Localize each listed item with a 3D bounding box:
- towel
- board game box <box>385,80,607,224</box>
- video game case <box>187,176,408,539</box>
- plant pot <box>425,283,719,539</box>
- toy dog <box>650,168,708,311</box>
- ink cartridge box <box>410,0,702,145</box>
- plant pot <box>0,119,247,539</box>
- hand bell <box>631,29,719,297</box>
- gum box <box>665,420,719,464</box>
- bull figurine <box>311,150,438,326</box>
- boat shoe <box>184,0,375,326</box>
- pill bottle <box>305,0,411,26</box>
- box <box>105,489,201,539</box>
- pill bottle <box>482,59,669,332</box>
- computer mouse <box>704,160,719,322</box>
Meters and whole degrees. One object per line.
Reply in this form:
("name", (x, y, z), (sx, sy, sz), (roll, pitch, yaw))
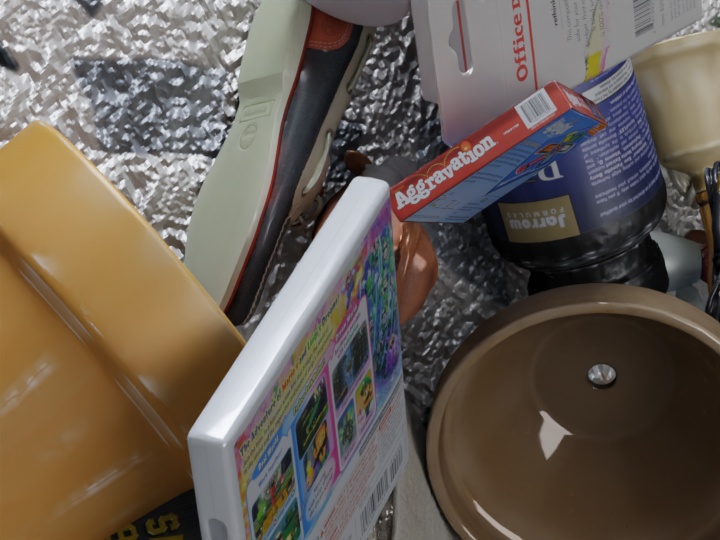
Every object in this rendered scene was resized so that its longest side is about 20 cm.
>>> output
("towel", (0.030, 0.177, 1.348), (0.201, 0.034, 0.133), (-87, 157, -44))
("board game box", (0.075, -0.060, 1.250), (0.103, 0.200, 0.020), (-33, 85, 9))
("video game case", (-0.024, 0.085, 1.136), (0.200, 0.024, 0.183), (-58, 151, -46))
("plant pot", (0.141, 0.083, 1.376), (0.093, 0.199, 0.202), (-76, 145, -60))
("toy dog", (0.253, 0.009, 1.538), (0.199, 0.096, 0.133), (26, 65, -2))
("ink cartridge box", (0.088, -0.156, 1.248), (0.199, 0.067, 0.117), (-29, 122, -34))
("plant pot", (-0.163, 0.061, 1.163), (0.183, 0.200, 0.201), (-41, 120, -9))
("hand bell", (0.218, -0.038, 1.461), (0.104, 0.104, 0.202), (-6, 81, -38))
("gum box", (0.252, 0.099, 1.481), (0.169, 0.199, 0.045), (-11, 103, -38))
("bull figurine", (0.000, 0.000, 1.305), (0.065, 0.200, 0.122), (25, 98, -6))
("boat shoe", (-0.043, -0.060, 1.308), (0.062, 0.071, 0.202), (24, 75, -34))
("pill bottle", (0.028, -0.237, 1.298), (0.111, 0.111, 0.201), (43, 61, -34))
("box", (-0.085, 0.200, 1.275), (0.157, 0.048, 0.202), (-14, 108, -4))
("pill bottle", (0.118, -0.071, 1.408), (0.112, 0.111, 0.201), (-32, 114, -31))
("computer mouse", (0.268, 0.003, 1.437), (0.199, 0.044, 0.111), (15, 66, -42))
